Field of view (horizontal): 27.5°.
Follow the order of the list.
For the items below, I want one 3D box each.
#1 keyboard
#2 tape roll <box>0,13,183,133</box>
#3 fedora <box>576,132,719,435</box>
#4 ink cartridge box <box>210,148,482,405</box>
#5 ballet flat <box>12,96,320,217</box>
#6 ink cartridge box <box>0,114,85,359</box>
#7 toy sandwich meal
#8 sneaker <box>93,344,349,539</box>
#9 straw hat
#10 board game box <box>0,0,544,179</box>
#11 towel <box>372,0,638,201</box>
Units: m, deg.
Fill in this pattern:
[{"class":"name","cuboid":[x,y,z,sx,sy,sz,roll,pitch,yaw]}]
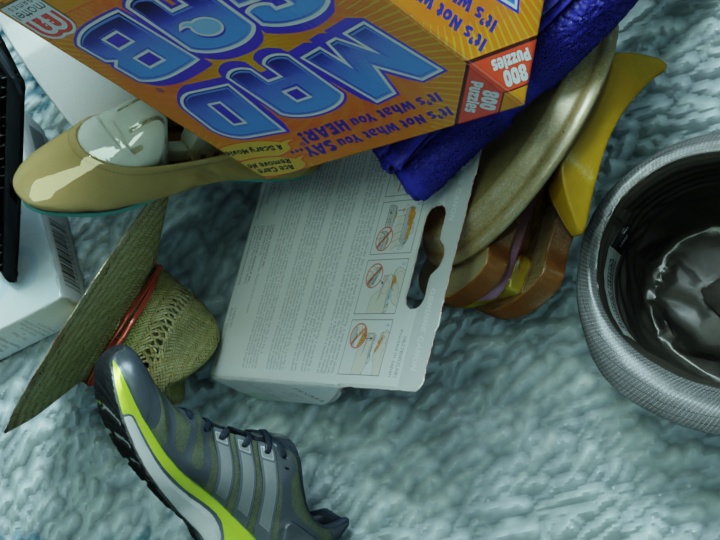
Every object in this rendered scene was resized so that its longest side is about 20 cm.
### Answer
[{"class":"keyboard","cuboid":[-0.251,-0.082,0.945,0.039,0.201,0.104,-17,59,-27]},{"class":"tape roll","cuboid":[-0.138,-0.170,0.967,0.139,0.203,0.204,-35,63,7]},{"class":"fedora","cuboid":[0.219,0.015,0.817,0.199,0.090,0.178,16,76,36]},{"class":"ink cartridge box","cuboid":[0.000,0.000,0.896,0.199,0.050,0.162,0,70,47]},{"class":"ballet flat","cuboid":[-0.110,-0.081,0.874,0.198,0.063,0.069,-12,47,-30]},{"class":"ink cartridge box","cuboid":[-0.304,-0.003,1.063,0.199,0.047,0.161,-25,65,10]},{"class":"toy sandwich meal","cuboid":[0.105,-0.066,0.879,0.070,0.205,0.206,32,85,-15]},{"class":"sneaker","cuboid":[-0.084,0.115,0.877,0.081,0.201,0.074,-42,25,-15]},{"class":"straw hat","cuboid":[-0.136,0.042,0.934,0.085,0.201,0.202,33,86,-5]},{"class":"board game box","cuboid":[-0.034,-0.197,0.767,0.199,0.199,0.202,-12,57,45]},{"class":"towel","cuboid":[0.069,-0.154,0.822,0.200,0.049,0.148,-42,49,23]}]
